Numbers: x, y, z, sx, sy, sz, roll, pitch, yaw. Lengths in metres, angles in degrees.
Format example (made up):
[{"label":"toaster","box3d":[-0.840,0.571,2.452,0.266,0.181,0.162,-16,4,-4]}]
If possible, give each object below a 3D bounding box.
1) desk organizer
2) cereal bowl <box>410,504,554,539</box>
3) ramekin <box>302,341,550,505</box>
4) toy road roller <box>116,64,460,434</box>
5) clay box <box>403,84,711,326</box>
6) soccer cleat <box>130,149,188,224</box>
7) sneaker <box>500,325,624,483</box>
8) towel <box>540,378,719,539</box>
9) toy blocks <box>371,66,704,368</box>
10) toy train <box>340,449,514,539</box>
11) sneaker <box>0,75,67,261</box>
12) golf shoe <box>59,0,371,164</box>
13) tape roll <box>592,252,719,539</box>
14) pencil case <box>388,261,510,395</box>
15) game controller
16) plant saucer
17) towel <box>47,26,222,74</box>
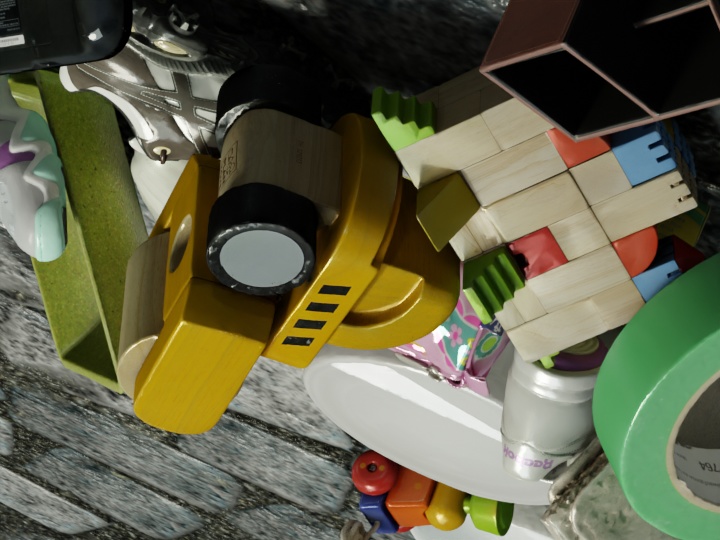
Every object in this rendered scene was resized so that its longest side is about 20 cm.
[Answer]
[{"label":"desk organizer","box3d":[0.145,-0.122,1.087,0.072,0.077,0.200,34,157,-24]},{"label":"cereal bowl","box3d":[0.141,0.192,1.831,0.199,0.084,0.200,20,159,8]},{"label":"ramekin","box3d":[0.069,0.068,1.598,0.202,0.095,0.203,22,159,9]},{"label":"toy road roller","box3d":[-0.034,0.001,1.302,0.145,0.123,0.200,19,134,-19]},{"label":"clay box","box3d":[0.116,-0.028,1.384,0.199,0.048,0.115,23,160,3]},{"label":"soccer cleat","box3d":[-0.097,-0.036,1.480,0.069,0.078,0.200,-19,163,-7]},{"label":"sneaker","box3d":[0.124,0.069,1.450,0.075,0.100,0.200,20,-163,18]},{"label":"towel","box3d":[0.203,0.115,1.412,0.133,0.200,0.034,55,170,-32]},{"label":"toy blocks","box3d":[0.113,-0.044,1.269,0.136,0.100,0.200,-23,120,18]},{"label":"toy train","box3d":[0.055,0.166,1.705,0.115,0.201,0.085,9,155,23]},{"label":"sneaker","box3d":[-0.258,-0.069,1.424,0.078,0.139,0.200,95,153,-47]},{"label":"golf shoe","box3d":[-0.076,-0.092,1.358,0.200,0.078,0.095,34,120,-5]},{"label":"tape roll","box3d":[0.227,0.065,1.312,0.200,0.048,0.201,-12,136,-12]},{"label":"pencil case","box3d":[0.000,0.000,1.400,0.199,0.088,0.088,24,160,15]},{"label":"game controller","box3d":[-0.193,-0.162,1.341,0.200,0.042,0.105,-1,107,49]},{"label":"plant saucer","box3d":[-0.175,-0.033,1.523,0.200,0.048,0.201,-170,65,-72]},{"label":"towel","box3d":[-0.112,-0.116,1.454,0.200,0.023,0.152,30,158,-15]}]
